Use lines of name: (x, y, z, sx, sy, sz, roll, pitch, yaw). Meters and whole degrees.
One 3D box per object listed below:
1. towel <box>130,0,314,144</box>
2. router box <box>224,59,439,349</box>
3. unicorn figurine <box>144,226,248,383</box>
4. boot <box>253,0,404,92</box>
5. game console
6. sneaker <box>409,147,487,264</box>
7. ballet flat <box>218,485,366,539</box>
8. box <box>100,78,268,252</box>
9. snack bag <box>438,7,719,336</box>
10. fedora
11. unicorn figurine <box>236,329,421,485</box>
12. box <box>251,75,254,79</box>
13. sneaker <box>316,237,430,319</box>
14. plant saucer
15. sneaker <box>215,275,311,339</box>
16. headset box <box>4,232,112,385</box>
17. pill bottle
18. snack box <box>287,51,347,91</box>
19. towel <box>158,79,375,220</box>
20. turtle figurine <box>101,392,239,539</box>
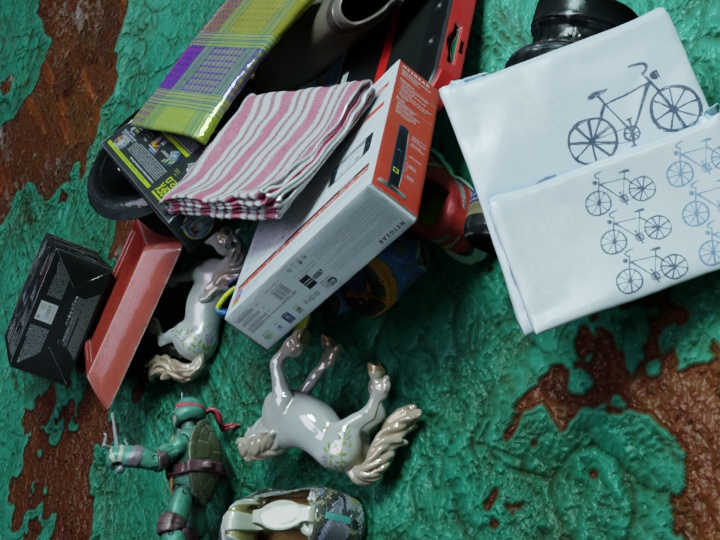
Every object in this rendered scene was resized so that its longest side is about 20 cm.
towel: (-0.133, -0.210, 1.109, 0.143, 0.023, 0.201, 16, 66, 50)
router box: (-0.022, -0.056, 0.941, 0.200, 0.049, 0.180, -41, 23, 36)
unicorn figurine: (-0.175, 0.026, 1.220, 0.137, 0.073, 0.203, 7, 94, 48)
boot: (-0.023, -0.246, 1.096, 0.200, 0.070, 0.146, -45, 14, 0)
game console: (0.036, -0.195, 1.073, 0.176, 0.031, 0.202, -29, 36, 43)
sneaker: (0.045, -0.077, 1.001, 0.200, 0.084, 0.078, 35, 99, 49)
ballet flat: (-0.084, 0.229, 1.020, 0.199, 0.072, 0.073, -18, 60, 42)
box: (-0.154, -0.123, 1.112, 0.160, 0.044, 0.200, -40, 41, -8)
snack bag: (0.173, -0.076, 0.796, 0.187, 0.021, 0.202, -19, 77, 5)
fedora: (-0.202, -0.111, 1.235, 0.199, 0.092, 0.202, -16, 43, 16)
unicorn figurine: (-0.045, 0.129, 1.006, 0.199, 0.073, 0.139, 26, 95, 48)
box: (-0.122, -0.227, 1.288, 0.199, 0.037, 0.138, 5, 77, 49)
sneaker: (0.000, 0.000, 1.037, 0.199, 0.078, 0.076, 12, 124, 61)
plant saucer: (-0.269, 0.034, 1.281, 0.202, 0.036, 0.200, -65, 19, 6)
sneaker: (-0.108, 0.025, 1.094, 0.200, 0.078, 0.067, -166, 88, -72)
headset box: (-0.379, 0.041, 1.390, 0.150, 0.077, 0.200, -68, 20, -1)
pill bottle: (0.155, -0.107, 0.873, 0.111, 0.111, 0.202, 6, 78, 48)
snack box: (-0.040, -0.271, 1.196, 0.024, 0.071, 0.202, 89, -167, -79)
towel: (-0.087, -0.107, 0.966, 0.199, 0.030, 0.147, 6, 52, 52)
turtle figurine: (-0.181, 0.199, 1.096, 0.100, 0.149, 0.202, -16, 63, 24)
